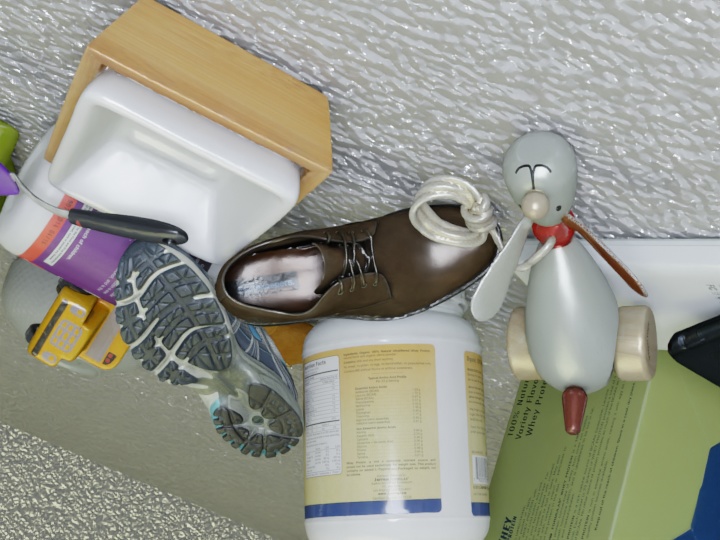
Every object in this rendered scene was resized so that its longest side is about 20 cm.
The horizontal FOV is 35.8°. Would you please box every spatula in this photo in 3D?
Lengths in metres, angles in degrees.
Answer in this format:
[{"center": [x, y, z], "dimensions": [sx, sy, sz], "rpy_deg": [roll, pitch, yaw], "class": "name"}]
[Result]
[{"center": [-0.210, -0.046, 0.767], "dimensions": [0.198, 0.021, 0.057], "rpy_deg": [17, 159, 10], "class": "spatula"}]

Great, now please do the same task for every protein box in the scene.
[{"center": [0.212, 0.180, 0.909], "dimensions": [0.134, 0.200, 0.200], "rpy_deg": [26, 159, -16], "class": "protein box"}]

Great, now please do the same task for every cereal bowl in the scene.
[{"center": [-0.332, 0.068, 1.310], "dimensions": [0.198, 0.084, 0.200], "rpy_deg": [17, 159, 6], "class": "cereal bowl"}]

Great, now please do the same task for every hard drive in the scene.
[{"center": [0.216, 0.019, 0.751], "dimensions": [0.199, 0.027, 0.132], "rpy_deg": [2, 153, 41], "class": "hard drive"}]

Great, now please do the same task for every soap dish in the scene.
[{"center": [-0.114, -0.084, 0.726], "dimensions": [0.156, 0.082, 0.200], "rpy_deg": [26, 159, -15], "class": "soap dish"}]

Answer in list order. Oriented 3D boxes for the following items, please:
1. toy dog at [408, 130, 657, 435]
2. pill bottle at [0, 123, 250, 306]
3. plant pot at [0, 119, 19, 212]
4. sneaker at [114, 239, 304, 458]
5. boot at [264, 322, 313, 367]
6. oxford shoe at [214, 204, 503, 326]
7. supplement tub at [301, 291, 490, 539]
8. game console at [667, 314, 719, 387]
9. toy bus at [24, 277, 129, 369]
[{"center": [0.119, 0.022, 0.681], "dimensions": [0.131, 0.097, 0.200], "rpy_deg": [-22, 126, 34], "class": "toy dog"}, {"center": [-0.176, -0.025, 0.884], "dimensions": [0.199, 0.113, 0.112], "rpy_deg": [31, 157, -25], "class": "pill bottle"}, {"center": [-0.397, -0.059, 0.905], "dimensions": [0.199, 0.201, 0.181], "rpy_deg": [26, 152, -15], "class": "plant pot"}, {"center": [-0.115, 0.050, 0.839], "dimensions": [0.077, 0.087, 0.201], "rpy_deg": [-26, 119, 12], "class": "sneaker"}, {"center": [-0.103, 0.042, 1.067], "dimensions": [0.143, 0.072, 0.201], "rpy_deg": [18, 164, -10], "class": "boot"}, {"center": [0.000, 0.000, 0.741], "dimensions": [0.198, 0.074, 0.084], "rpy_deg": [-15, 175, 1], "class": "oxford shoe"}, {"center": [0.026, 0.111, 0.870], "dimensions": [0.143, 0.202, 0.145], "rpy_deg": [-1, 166, 0], "class": "supplement tub"}, {"center": [0.317, 0.054, 0.679], "dimensions": [0.176, 0.031, 0.200], "rpy_deg": [24, 149, -23], "class": "game console"}, {"center": [-0.225, 0.025, 0.969], "dimensions": [0.078, 0.065, 0.200], "rpy_deg": [33, -165, -12], "class": "toy bus"}]
